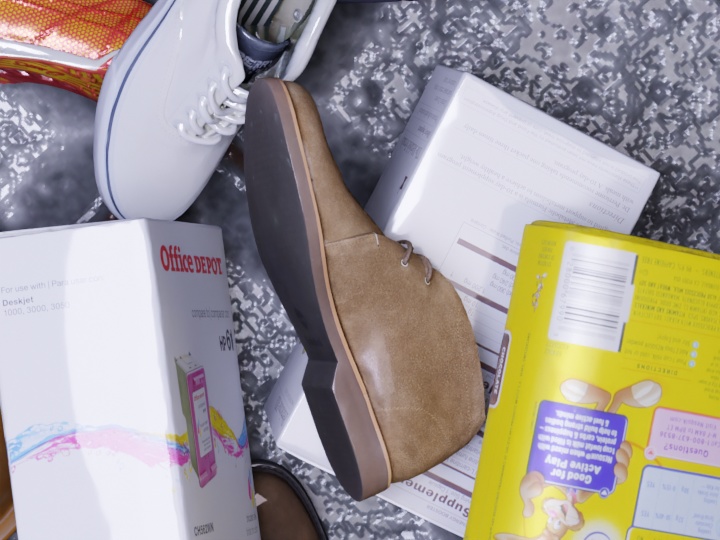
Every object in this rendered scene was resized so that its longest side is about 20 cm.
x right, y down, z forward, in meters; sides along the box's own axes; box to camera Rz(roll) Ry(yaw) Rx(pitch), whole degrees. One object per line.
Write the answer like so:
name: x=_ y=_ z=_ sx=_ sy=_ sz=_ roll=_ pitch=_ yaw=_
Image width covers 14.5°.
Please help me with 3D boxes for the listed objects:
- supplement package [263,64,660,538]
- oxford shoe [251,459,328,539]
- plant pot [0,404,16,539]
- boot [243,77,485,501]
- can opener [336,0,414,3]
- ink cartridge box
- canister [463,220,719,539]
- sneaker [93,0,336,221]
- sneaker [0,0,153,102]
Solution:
supplement package: x=0.046 y=0.013 z=1.389 sx=0.109 sy=0.114 sz=0.200 roll=27 pitch=93 yaw=-7
oxford shoe: x=-0.040 y=0.195 z=1.414 sx=0.072 sy=0.084 sz=0.201 roll=-7 pitch=94 yaw=-2
plant pot: x=-0.237 y=0.066 z=1.334 sx=0.200 sy=0.183 sz=0.201 roll=0 pitch=95 yaw=-5
boot: x=0.000 y=0.000 z=1.302 sx=0.075 sy=0.074 sz=0.200 roll=-20 pitch=103 yaw=-15
can opener: x=-0.057 y=-0.154 z=1.372 sx=0.199 sy=0.079 sz=0.064 roll=-2 pitch=75 yaw=-12
ink cartridge box: x=-0.108 y=0.077 z=1.325 sx=0.084 sy=0.145 sz=0.201 roll=-9 pitch=88 yaw=11
canister: x=0.125 y=0.087 z=1.304 sx=0.148 sy=0.087 sz=0.200 roll=12 pitch=89 yaw=-23
sneaker: x=-0.067 y=-0.096 z=1.320 sx=0.073 sy=0.071 sz=0.200 roll=10 pitch=120 yaw=-31
sneaker: x=-0.142 y=-0.125 z=1.386 sx=0.200 sy=0.073 sz=0.077 roll=10 pitch=75 yaw=-12
